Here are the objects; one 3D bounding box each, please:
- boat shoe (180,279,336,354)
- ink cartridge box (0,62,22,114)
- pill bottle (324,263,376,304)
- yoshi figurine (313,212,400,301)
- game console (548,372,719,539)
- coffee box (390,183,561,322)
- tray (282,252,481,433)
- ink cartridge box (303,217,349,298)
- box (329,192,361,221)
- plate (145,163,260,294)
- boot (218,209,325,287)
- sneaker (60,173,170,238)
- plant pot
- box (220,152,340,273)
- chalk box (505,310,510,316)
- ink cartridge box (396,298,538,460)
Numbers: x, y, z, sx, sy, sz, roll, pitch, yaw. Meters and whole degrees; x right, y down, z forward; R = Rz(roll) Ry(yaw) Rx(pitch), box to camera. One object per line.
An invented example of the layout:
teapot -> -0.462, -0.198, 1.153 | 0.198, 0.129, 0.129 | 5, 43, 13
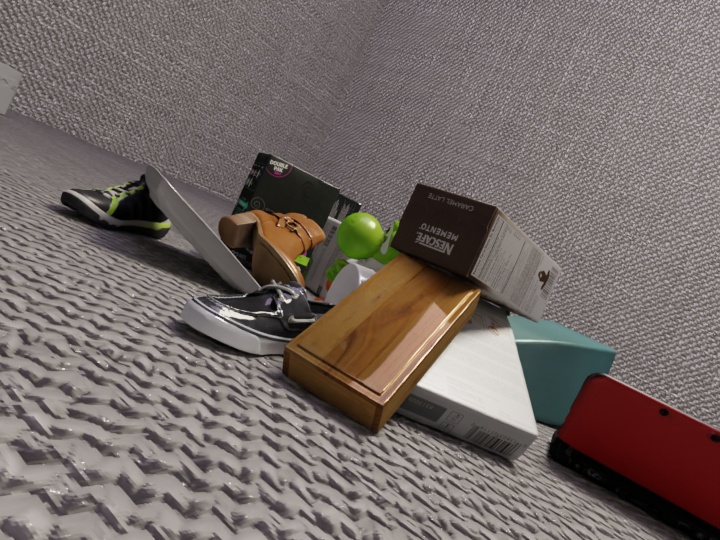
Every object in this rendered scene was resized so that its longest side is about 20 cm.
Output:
boat shoe -> -0.079, 0.041, 0.526 | 0.071, 0.068, 0.199 | 27, 4, 40
ink cartridge box -> -1.153, -0.581, 1.612 | 0.199, 0.146, 0.145 | 25, 2, -1
pill bottle -> 0.057, 0.072, 0.683 | 0.199, 0.115, 0.114 | 25, 3, -22
yoshi figurine -> -0.010, -0.012, 0.744 | 0.111, 0.200, 0.113 | -3, 60, -35
game console -> 0.332, 0.206, 0.619 | 0.199, 0.120, 0.172 | 27, 4, 22
coffee box -> 0.142, -0.016, 0.646 | 0.114, 0.080, 0.199 | 24, -2, 43
tray -> 0.029, 0.053, 0.513 | 0.098, 0.037, 0.200 | 26, 38, 22
ink cartridge box -> -0.028, -0.008, 1.059 | 0.084, 0.146, 0.200 | 25, 3, -33
box -> -0.108, -0.084, 1.160 | 0.140, 0.201, 0.079 | 24, 3, -30
plate -> -0.216, -0.049, 0.733 | 0.200, 0.032, 0.200 | 54, -12, -28
boot -> -0.111, -0.036, 0.865 | 0.154, 0.074, 0.200 | -12, 48, -47
sneaker -> -0.334, -0.104, 0.775 | 0.071, 0.083, 0.200 | 25, 3, 14
plant pot -> 0.267, 0.151, 0.870 | 0.199, 0.143, 0.141 | 15, 7, -29
box -> -0.155, -0.097, 1.018 | 0.148, 0.201, 0.124 | 24, 3, -25
chalk box -> 0.143, 0.056, 0.947 | 0.125, 0.198, 0.125 | 70, 2, -63
ink cartridge box -> 0.097, 0.087, 0.593 | 0.159, 0.047, 0.201 | 24, 31, -12
